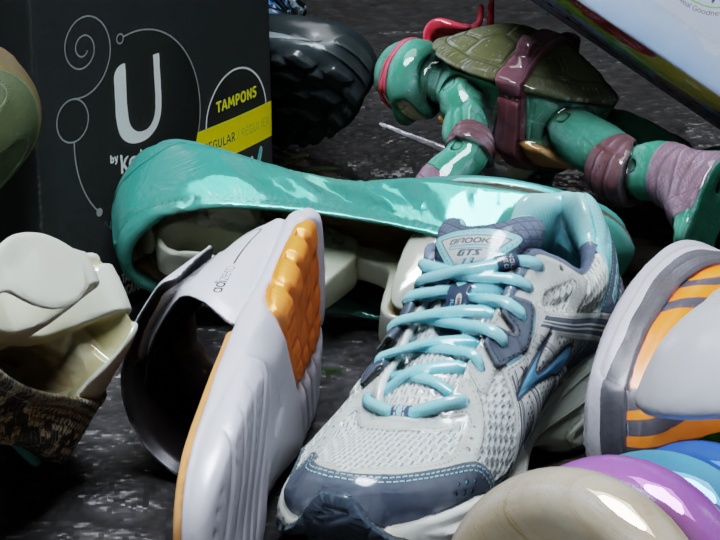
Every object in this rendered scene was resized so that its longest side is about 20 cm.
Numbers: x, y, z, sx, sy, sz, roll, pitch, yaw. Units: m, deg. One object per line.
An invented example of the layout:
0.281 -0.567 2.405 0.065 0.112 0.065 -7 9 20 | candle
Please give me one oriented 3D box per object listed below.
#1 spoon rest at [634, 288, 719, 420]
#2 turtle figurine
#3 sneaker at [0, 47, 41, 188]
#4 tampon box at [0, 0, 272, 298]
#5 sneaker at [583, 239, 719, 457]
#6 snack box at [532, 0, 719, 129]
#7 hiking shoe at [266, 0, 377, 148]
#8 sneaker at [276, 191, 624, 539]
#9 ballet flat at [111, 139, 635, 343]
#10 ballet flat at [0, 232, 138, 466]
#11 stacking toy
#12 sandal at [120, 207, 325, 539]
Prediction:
0.176 0.019 0.729 0.199 0.061 0.099 -14 3 4 | spoon rest
0.067 -0.049 1.053 0.200 0.101 0.150 18 26 30 | turtle figurine
-0.187 0.001 0.901 0.200 0.067 0.090 -33 38 -9 | sneaker
-0.127 -0.100 1.040 0.126 0.201 0.150 12 24 33 | tampon box
0.161 0.029 0.841 0.112 0.078 0.200 12 23 35 | sneaker
0.141 -0.097 1.058 0.200 0.053 0.142 33 5 -15 | snack box
-0.053 -0.109 1.163 0.200 0.074 0.087 8 58 54 | hiking shoe
0.029 0.028 0.839 0.077 0.087 0.200 7 21 24 | sneaker
0.000 0.000 0.967 0.199 0.067 0.071 9 48 11 | ballet flat
-0.109 0.022 0.801 0.075 0.068 0.200 -39 -11 5 | ballet flat
0.113 0.077 0.724 0.085 0.086 0.200 15 19 38 | stacking toy
-0.051 0.036 0.833 0.059 0.079 0.207 5 22 8 | sandal
